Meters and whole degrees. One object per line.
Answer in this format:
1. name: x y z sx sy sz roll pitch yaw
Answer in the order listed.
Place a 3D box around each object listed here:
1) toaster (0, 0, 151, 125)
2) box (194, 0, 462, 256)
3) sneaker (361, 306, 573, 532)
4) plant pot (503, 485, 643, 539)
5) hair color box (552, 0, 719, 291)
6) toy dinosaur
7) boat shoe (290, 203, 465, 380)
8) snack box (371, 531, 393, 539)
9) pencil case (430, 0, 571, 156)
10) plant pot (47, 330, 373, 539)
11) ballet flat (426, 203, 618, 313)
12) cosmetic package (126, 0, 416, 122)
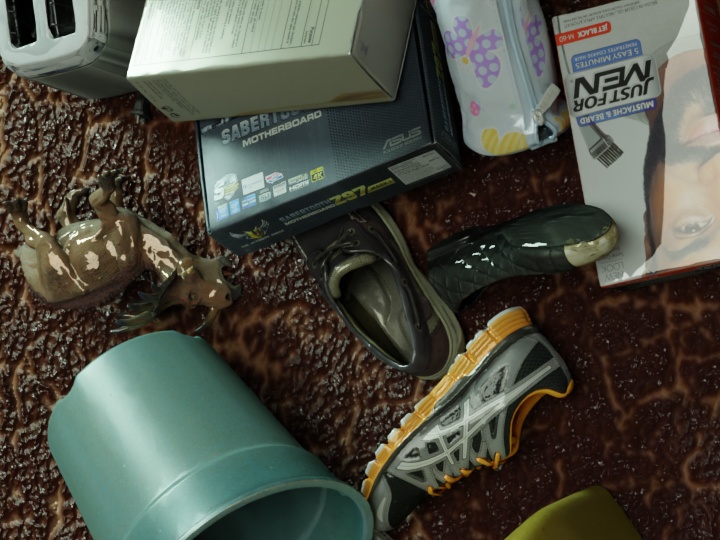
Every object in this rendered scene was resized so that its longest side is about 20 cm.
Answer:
1. toaster: -0.221 -0.216 1.860 0.113 0.129 0.200 -9 83 24
2. box: -0.029 -0.118 1.785 0.200 0.051 0.158 -20 58 22
3. sneaker: 0.075 0.122 1.737 0.077 0.078 0.200 42 105 11
4. plant pot: 0.121 0.283 1.636 0.194 0.200 0.196 -42 72 16
5. hair color box: 0.212 -0.094 1.692 0.111 0.064 0.200 -13 83 23
6. toy dinosaur: -0.207 -0.002 1.870 0.200 0.086 0.136 -14 88 29
7. boat shoe: 0.000 0.000 1.781 0.072 0.065 0.200 -43 70 19
8. snack box: -0.031 0.286 1.800 0.072 0.024 0.200 41 103 23
9. pencil case: 0.092 -0.182 1.698 0.083 0.091 0.200 -17 108 -1
10. plant pot: -0.126 0.162 1.757 0.200 0.200 0.196 -49 54 14
11. ballet flat: 0.120 -0.009 1.701 0.200 0.066 0.057 -11 109 56
12. cosmetic package: -0.065 -0.176 1.758 0.200 0.071 0.105 -1 63 32
